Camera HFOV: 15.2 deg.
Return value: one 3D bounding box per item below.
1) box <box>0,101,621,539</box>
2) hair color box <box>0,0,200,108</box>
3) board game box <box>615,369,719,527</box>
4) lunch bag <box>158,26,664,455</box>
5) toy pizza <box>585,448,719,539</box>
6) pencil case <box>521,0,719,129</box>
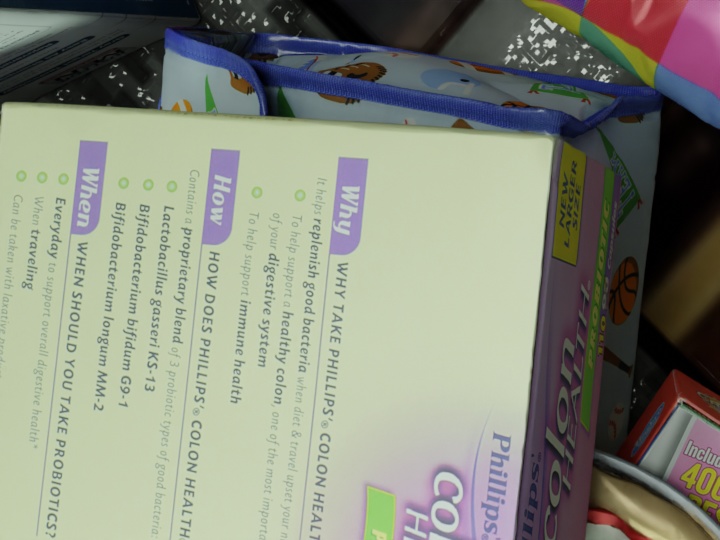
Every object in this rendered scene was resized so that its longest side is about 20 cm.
[{"bbox_3d":[-0.024,0.041,0.916,0.199,0.097,0.177,4,85,19],"label":"box"},{"bbox_3d":[-0.156,-0.108,1.058,0.100,0.200,0.061,-22,84,22],"label":"hair color box"},{"bbox_3d":[0.126,0.161,1.001,0.153,0.040,0.201,32,103,-5],"label":"board game box"},{"bbox_3d":[0.000,0.000,1.038,0.199,0.124,0.171,13,103,28],"label":"lunch bag"},{"bbox_3d":[0.056,0.160,0.965,0.199,0.032,0.202,2,99,10],"label":"toy pizza"},{"bbox_3d":[0.109,-0.117,1.006,0.200,0.088,0.089,35,105,16],"label":"pencil case"}]
